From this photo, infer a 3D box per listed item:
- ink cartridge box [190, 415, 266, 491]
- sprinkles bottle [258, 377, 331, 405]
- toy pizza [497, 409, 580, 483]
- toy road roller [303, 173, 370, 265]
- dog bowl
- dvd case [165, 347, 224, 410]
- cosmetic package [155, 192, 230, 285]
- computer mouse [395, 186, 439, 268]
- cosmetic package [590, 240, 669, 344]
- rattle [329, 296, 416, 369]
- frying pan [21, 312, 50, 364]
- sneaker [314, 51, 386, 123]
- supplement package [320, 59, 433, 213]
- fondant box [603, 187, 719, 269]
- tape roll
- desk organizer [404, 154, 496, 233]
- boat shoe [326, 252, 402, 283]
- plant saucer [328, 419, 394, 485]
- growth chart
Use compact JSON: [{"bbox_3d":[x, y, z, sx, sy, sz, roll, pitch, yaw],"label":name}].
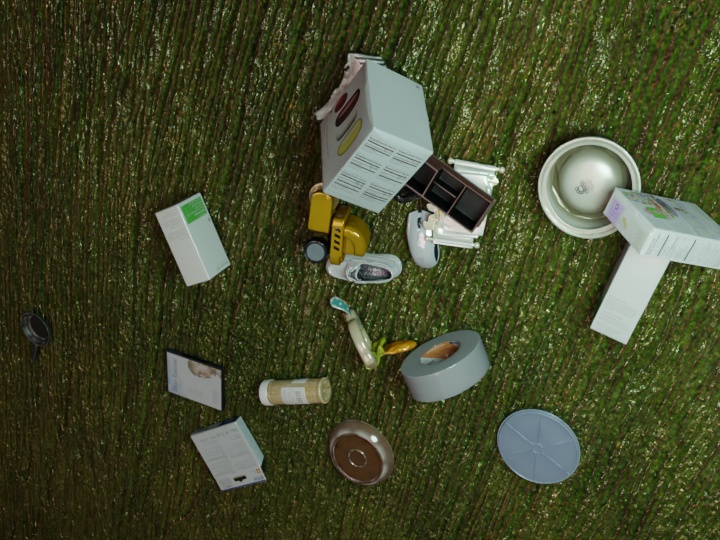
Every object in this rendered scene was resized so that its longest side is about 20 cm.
[{"bbox_3d":[-0.382,0.543,2.151,0.196,0.041,0.204,-20,102,30],"label":"ink cartridge box"},{"bbox_3d":[-0.175,0.324,1.944,0.195,0.068,0.070,-6,109,27],"label":"sprinkles bottle"},{"bbox_3d":[0.422,0.414,1.725,0.195,0.032,0.206,11,116,22],"label":"toy pizza"},{"bbox_3d":[-0.046,-0.112,1.673,0.141,0.124,0.205,9,116,5],"label":"toy road roller"},{"bbox_3d":[0.453,-0.172,1.435,0.195,0.074,0.206,10,116,21],"label":"dog bowl"},{"bbox_3d":[-0.480,0.316,2.113,0.195,0.018,0.147,15,117,19],"label":"dvd case"},{"bbox_3d":[-0.427,-0.079,1.859,0.083,0.108,0.204,-15,106,28],"label":"cosmetic package"},{"bbox_3d":[0.138,-0.095,1.633,0.107,0.044,0.206,0,111,24],"label":"computer mouse"},{"bbox_3d":[0.542,0.029,1.460,0.083,0.108,0.205,23,118,14],"label":"cosmetic package"},{"bbox_3d":[0.025,0.124,1.768,0.141,0.129,0.204,-31,71,21],"label":"rattle"},{"bbox_3d":[-1.022,0.219,2.318,0.112,0.031,0.195,6,117,23],"label":"frying pan"},{"bbox_3d":[-0.026,-0.402,1.573,0.196,0.075,0.118,-21,93,22],"label":"sneaker"},{"bbox_3d":[0.025,-0.270,1.482,0.144,0.196,0.200,16,140,-28],"label":"supplement package"},{"bbox_3d":[0.565,-0.077,1.331,0.194,0.146,0.059,9,123,-20],"label":"fondant box"},{"bbox_3d":[0.191,0.214,1.648,0.196,0.200,0.068,-17,105,29],"label":"tape roll"},{"bbox_3d":[0.178,-0.168,1.512,0.198,0.077,0.073,36,114,8],"label":"desk organizer"},{"bbox_3d":[0.000,0.000,1.723,0.195,0.069,0.074,7,115,22],"label":"boat shoe"},{"bbox_3d":[-0.004,0.500,1.962,0.195,0.032,0.206,10,115,20],"label":"plant saucer"},{"bbox_3d":[0.216,-0.142,1.566,0.141,0.018,0.205,16,112,6],"label":"growth chart"}]
